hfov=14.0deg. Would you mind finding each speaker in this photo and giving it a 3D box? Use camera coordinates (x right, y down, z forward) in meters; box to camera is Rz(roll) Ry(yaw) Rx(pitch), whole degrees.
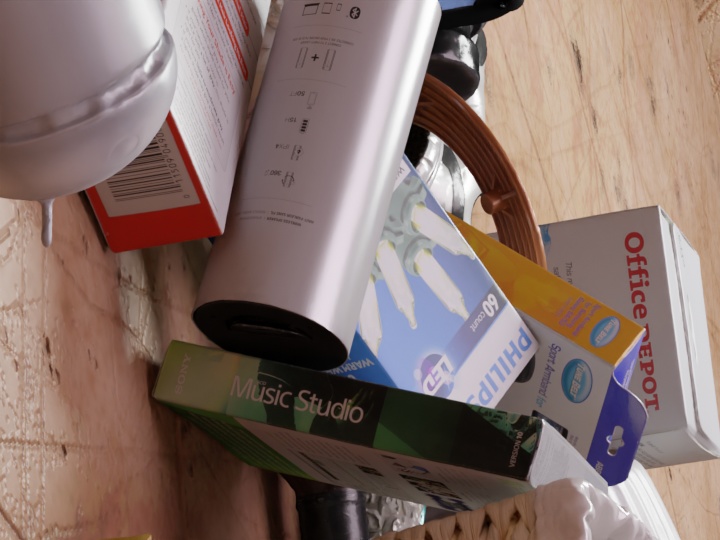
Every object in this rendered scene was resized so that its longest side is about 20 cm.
[{"bbox_3d":[-0.021,-0.053,1.449,0.081,0.081,0.201,57,43,-56],"label":"speaker"}]

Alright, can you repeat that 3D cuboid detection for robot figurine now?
[{"bbox_3d":[-0.141,-0.113,1.173,0.170,0.113,0.200,-42,127,-39],"label":"robot figurine"}]

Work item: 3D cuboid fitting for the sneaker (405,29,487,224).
[{"bbox_3d":[0.049,-0.088,1.914,0.080,0.074,0.200,49,38,-28],"label":"sneaker"}]

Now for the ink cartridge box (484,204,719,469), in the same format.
[{"bbox_3d":[0.118,0.056,1.856,0.145,0.199,0.146,33,50,-70],"label":"ink cartridge box"}]

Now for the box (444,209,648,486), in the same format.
[{"bbox_3d":[0.078,0.041,1.647,0.041,0.200,0.119,-49,162,-35],"label":"box"}]

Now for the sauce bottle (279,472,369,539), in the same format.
[{"bbox_3d":[-0.024,0.067,1.598,0.066,0.066,0.201,17,67,-73],"label":"sauce bottle"}]

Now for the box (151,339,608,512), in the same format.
[{"bbox_3d":[0.013,0.086,1.461,0.144,0.199,0.036,45,57,-66],"label":"box"}]

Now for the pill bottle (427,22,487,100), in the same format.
[{"bbox_3d":[0.028,-0.206,1.850,0.112,0.112,0.201,50,35,-62],"label":"pill bottle"}]

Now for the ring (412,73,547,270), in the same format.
[{"bbox_3d":[0.038,-0.025,1.717,0.019,0.200,0.201,-26,112,-30],"label":"ring"}]

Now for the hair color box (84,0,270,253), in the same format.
[{"bbox_3d":[-0.098,-0.117,1.432,0.200,0.064,0.111,-80,156,-47],"label":"hair color box"}]

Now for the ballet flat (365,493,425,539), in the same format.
[{"bbox_3d":[-0.001,0.104,1.682,0.200,0.072,0.072,-82,157,-57],"label":"ballet flat"}]

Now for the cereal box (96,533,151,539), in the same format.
[{"bbox_3d":[-0.102,0.232,1.255,0.144,0.039,0.201,-57,136,-68],"label":"cereal box"}]

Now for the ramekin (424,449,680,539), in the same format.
[{"bbox_3d":[0.097,0.181,1.735,0.200,0.200,0.105,-17,87,-75],"label":"ramekin"}]

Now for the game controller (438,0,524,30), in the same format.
[{"bbox_3d":[0.030,-0.176,1.712,0.200,0.104,0.042,-13,66,-34],"label":"game controller"}]

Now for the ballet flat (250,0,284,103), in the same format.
[{"bbox_3d":[-0.034,-0.099,1.619,0.200,0.072,0.072,66,21,-46],"label":"ballet flat"}]

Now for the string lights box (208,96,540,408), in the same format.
[{"bbox_3d":[0.000,0.000,1.550,0.200,0.059,0.103,54,50,-19],"label":"string lights box"}]

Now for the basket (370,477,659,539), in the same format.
[{"bbox_3d":[0.081,0.230,1.415,0.198,0.160,0.201,39,44,-54],"label":"basket"}]
